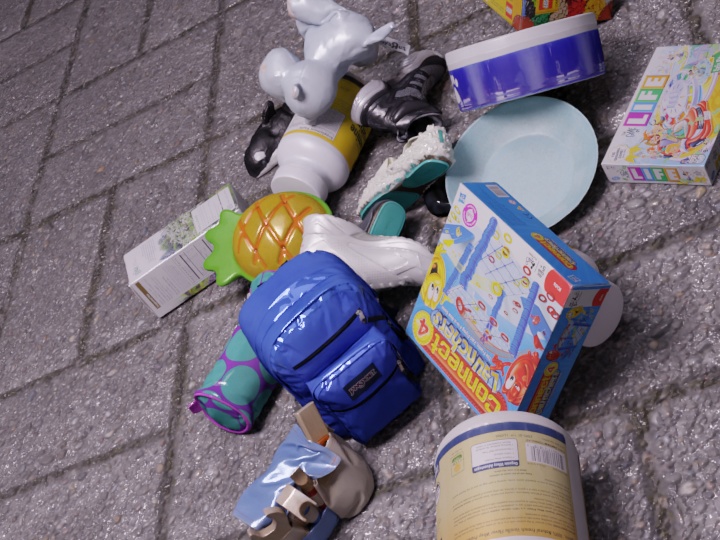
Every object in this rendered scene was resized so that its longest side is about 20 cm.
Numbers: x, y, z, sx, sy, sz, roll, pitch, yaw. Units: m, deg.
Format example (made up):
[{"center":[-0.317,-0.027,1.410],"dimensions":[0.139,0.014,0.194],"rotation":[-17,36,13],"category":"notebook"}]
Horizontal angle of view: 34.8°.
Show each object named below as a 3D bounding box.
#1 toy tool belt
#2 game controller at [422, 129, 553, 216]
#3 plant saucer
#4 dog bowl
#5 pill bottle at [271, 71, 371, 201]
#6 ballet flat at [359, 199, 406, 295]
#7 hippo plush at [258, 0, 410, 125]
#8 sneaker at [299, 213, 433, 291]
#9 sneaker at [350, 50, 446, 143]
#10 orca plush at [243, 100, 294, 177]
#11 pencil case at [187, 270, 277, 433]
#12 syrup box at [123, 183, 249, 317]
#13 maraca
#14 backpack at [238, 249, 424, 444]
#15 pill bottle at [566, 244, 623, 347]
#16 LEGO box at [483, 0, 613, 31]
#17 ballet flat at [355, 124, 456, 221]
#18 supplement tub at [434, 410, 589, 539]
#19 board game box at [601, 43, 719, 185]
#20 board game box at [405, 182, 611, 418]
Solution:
[{"center":[-0.083,0.252,1.255],"dimensions":[0.124,0.123,0.201],"rotation":[15,63,45],"category":"toy tool belt"},{"center":[0.168,-0.147,1.525],"dimensions":[0.199,0.042,0.105],"rotation":[-28,54,14],"category":"game controller"},{"center":[0.205,-0.123,1.443],"dimensions":[0.199,0.039,0.203],"rotation":[-12,60,21],"category":"plant saucer"},{"center":[0.213,-0.268,1.487],"dimensions":[0.198,0.080,0.200],"rotation":[-15,8,2],"category":"dog bowl"},{"center":[-0.055,-0.185,1.669],"dimensions":[0.111,0.112,0.201],"rotation":[-1,52,37],"category":"pill bottle"},{"center":[0.000,0.000,1.490],"dimensions":[0.073,0.073,0.202],"rotation":[7,63,42],"category":"ballet flat"},{"center":[-0.049,-0.282,1.605],"dimensions":[0.199,0.159,0.162],"rotation":[31,88,23],"category":"hippo plush"},{"center":[0.014,0.003,1.422],"dimensions":[0.198,0.078,0.101],"rotation":[16,77,2],"category":"sneaker"},{"center":[0.084,-0.241,1.650],"dimensions":[0.113,0.076,0.200],"rotation":[37,50,21],"category":"sneaker"},{"center":[-0.117,-0.239,1.802],"dimensions":[0.199,0.071,0.105],"rotation":[-39,39,0],"category":"orca plush"},{"center":[-0.138,0.103,1.473],"dimensions":[0.091,0.085,0.201],"rotation":[12,58,25],"category":"pencil case"},{"center":[-0.244,-0.029,1.688],"dimensions":[0.199,0.082,0.079],"rotation":[-35,37,5],"category":"syrup box"},{"center":[-0.127,-0.041,1.579],"dimensions":[0.198,0.107,0.139],"rotation":[-8,63,20],"category":"maraca"},{"center":[-0.026,0.083,1.315],"dimensions":[0.162,0.201,0.168],"rotation":[-43,39,-8],"category":"backpack"},{"center":[0.197,0.013,1.285],"dimensions":[0.104,0.104,0.199],"rotation":[-46,39,-10],"category":"pill bottle"},{"center":[0.251,-0.421,1.640],"dimensions":[0.147,0.078,0.201],"rotation":[-11,36,-16],"category":"LEGO box"},{"center":[0.060,-0.129,1.511],"dimensions":[0.200,0.071,0.072],"rotation":[-35,28,51],"category":"ballet flat"},{"center":[0.141,0.249,1.065],"dimensions":[0.143,0.145,0.201],"rotation":[-20,42,21],"category":"supplement tub"},{"center":[0.390,-0.191,1.390],"dimensions":[0.133,0.034,0.201],"rotation":[5,55,41],"category":"board game box"},{"center":[0.148,0.041,1.219],"dimensions":[0.200,0.055,0.198],"rotation":[48,129,43],"category":"board game box"}]
